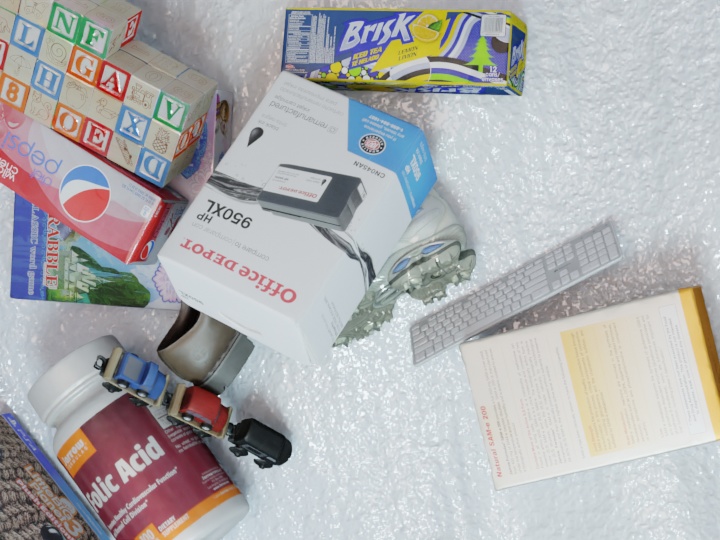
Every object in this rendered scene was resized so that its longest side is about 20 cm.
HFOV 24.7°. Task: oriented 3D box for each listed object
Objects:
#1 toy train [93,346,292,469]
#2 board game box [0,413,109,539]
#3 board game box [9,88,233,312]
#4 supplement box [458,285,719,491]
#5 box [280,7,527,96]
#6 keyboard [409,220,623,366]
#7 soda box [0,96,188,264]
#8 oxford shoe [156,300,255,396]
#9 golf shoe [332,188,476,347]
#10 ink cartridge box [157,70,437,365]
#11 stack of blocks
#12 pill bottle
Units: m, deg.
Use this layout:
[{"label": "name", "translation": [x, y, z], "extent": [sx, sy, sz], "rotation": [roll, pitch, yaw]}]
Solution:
[{"label": "toy train", "translation": [-0.140, 0.120, 1.414], "extent": [0.046, 0.199, 0.034], "rotation": [-18, 48, 53]}, {"label": "board game box", "translation": [-0.340, 0.224, 1.444], "extent": [0.097, 0.200, 0.160], "rotation": [-43, 80, 13]}, {"label": "board game box", "translation": [-0.218, -0.067, 1.495], "extent": [0.198, 0.041, 0.201], "rotation": [3, 92, 17]}, {"label": "supplement box", "translation": [0.194, 0.096, 1.353], "extent": [0.199, 0.073, 0.127], "rotation": [-14, 87, 17]}, {"label": "box", "translation": [0.037, -0.186, 1.400], "extent": [0.199, 0.070, 0.065], "rotation": [4, 90, 17]}, {"label": "keyboard", "translation": [0.128, 0.020, 1.386], "extent": [0.199, 0.056, 0.011], "rotation": [-29, 115, 15]}, {"label": "soda box", "translation": [-0.255, -0.083, 1.451], "extent": [0.199, 0.063, 0.070], "rotation": [31, 100, 14]}, {"label": "oxford shoe", "translation": [-0.110, 0.003, 1.423], "extent": [0.084, 0.073, 0.201], "rotation": [32, 79, -22]}, {"label": "golf shoe", "translation": [0.000, 0.000, 1.426], "extent": [0.199, 0.078, 0.098], "rotation": [-26, 63, 13]}, {"label": "ink cartridge box", "translation": [-0.050, -0.044, 1.358], "extent": [0.144, 0.084, 0.201], "rotation": [24, 70, 22]}, {"label": "stack of blocks", "translation": [-0.226, -0.172, 1.413], "extent": [0.199, 0.059, 0.116], "rotation": [29, 123, 8]}, {"label": "pill bottle", "translation": [-0.199, 0.164, 1.454], "extent": [0.114, 0.114, 0.200], "rotation": [-41, 80, 13]}]
